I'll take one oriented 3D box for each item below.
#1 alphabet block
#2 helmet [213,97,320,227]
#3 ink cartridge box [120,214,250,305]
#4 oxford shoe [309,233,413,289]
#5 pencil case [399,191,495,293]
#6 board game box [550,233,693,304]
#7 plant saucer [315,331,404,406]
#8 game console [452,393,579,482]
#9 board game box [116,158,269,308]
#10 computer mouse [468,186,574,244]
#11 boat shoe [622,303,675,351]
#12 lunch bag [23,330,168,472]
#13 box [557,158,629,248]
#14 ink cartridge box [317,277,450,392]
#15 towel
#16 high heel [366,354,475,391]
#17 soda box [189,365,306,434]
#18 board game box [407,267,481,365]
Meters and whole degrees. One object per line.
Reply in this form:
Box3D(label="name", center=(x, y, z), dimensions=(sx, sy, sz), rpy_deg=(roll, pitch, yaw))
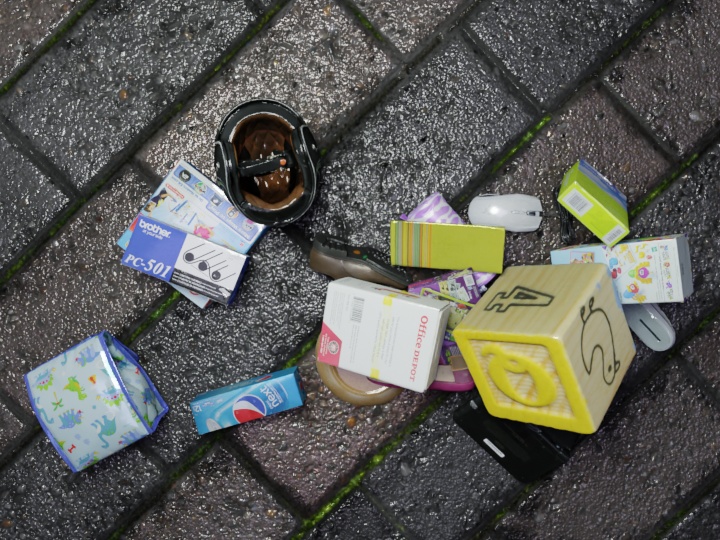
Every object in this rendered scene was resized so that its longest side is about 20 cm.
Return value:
Box3D(label="alphabet block", center=(0.307, 0.119, 0.906), dimensions=(0.200, 0.196, 0.195), rpy_deg=(-42, 113, -35))
Box3D(label="helmet", center=(-0.160, -0.187, 0.946), dimensions=(0.200, 0.191, 0.200), rpy_deg=(-7, 125, -11))
Box3D(label="ink cartridge box", center=(-0.308, -0.019, 0.967), dimensions=(0.200, 0.044, 0.094), rpy_deg=(21, 91, -1))
Box3D(label="oxford shoe", center=(0.000, 0.000, 1.025), dimensions=(0.200, 0.073, 0.084), rpy_deg=(20, 116, -4))
Box3D(label="pencil case", center=(0.170, -0.050, 1.012), dimensions=(0.085, 0.084, 0.200), rpy_deg=(-37, 92, 34))
Box3D(label="board game box", center=(0.453, 0.001, 0.952), dimensions=(0.200, 0.103, 0.105), rpy_deg=(-5, 94, 40))
Box3D(label="plant saucer", center=(0.013, 0.165, 1.040), dimensions=(0.200, 0.035, 0.200), rpy_deg=(0, 93, -1))
Box3D(label="game console", center=(0.312, 0.277, 1.057), dimensions=(0.200, 0.116, 0.176), rpy_deg=(43, 122, -2))
Box3D(label="board game box", center=(-0.306, -0.067, 1.016), dimensions=(0.200, 0.056, 0.196), rpy_deg=(38, 92, -2))
Box3D(label="computer mouse", center=(0.305, -0.105, 1.025), dimensions=(0.200, 0.044, 0.110), rpy_deg=(1, 94, -1))
Box3D(label="boat shoe", center=(0.508, 0.062, 1.027), dimensions=(0.074, 0.067, 0.200), rpy_deg=(-42, 71, 35))
Box3D(label="lunch bag", center=(-0.482, 0.230, 0.994), dimensions=(0.170, 0.127, 0.200), rpy_deg=(-29, 102, 1))
Box3D(label="box", center=(0.414, -0.126, 0.966), dimensions=(0.122, 0.200, 0.048), rpy_deg=(43, 122, 2))
Box3D(label="ink cartridge box", center=(0.040, 0.106, 0.937), dimensions=(0.200, 0.083, 0.145), rpy_deg=(14, 101, 21))
Box3D(label="towel", center=(0.151, -0.043, 0.966), dimensions=(0.200, 0.018, 0.086), rpy_deg=(5, 111, 15))
Box3D(label="high heel", center=(0.114, 0.204, 1.008), dimensions=(0.200, 0.067, 0.096), rpy_deg=(-4, 137, 13))
Box3D(label="soda box", center=(-0.208, 0.242, 1.025), dimensions=(0.200, 0.068, 0.064), rpy_deg=(-17, 93, 0))
Box3D(label="board game box", center=(0.174, 0.099, 0.997), dimensions=(0.120, 0.032, 0.200), rpy_deg=(-18, 114, 10))
